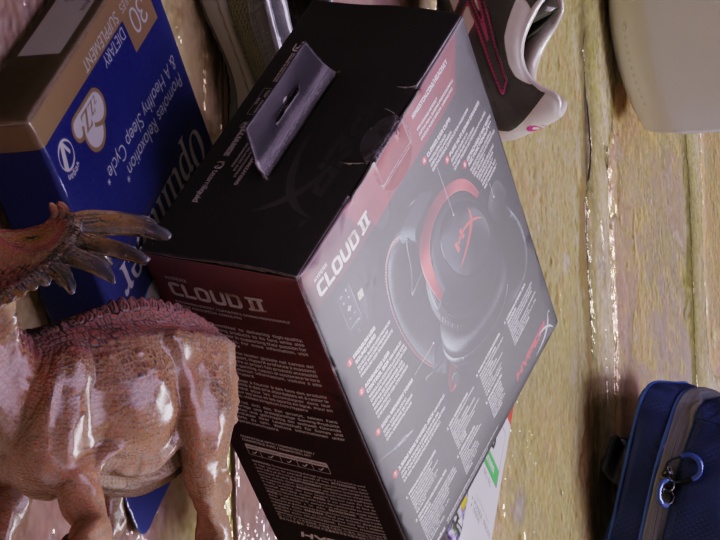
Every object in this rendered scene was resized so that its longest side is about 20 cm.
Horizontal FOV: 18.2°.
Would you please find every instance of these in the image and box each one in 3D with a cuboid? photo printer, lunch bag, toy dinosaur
[{"bbox_3d":[0.279,-0.183,1.627,0.069,0.199,0.167,-45,129,-62],"label":"photo printer"},{"bbox_3d":[0.241,0.152,1.583,0.200,0.132,0.136,13,91,-70],"label":"lunch bag"},{"bbox_3d":[-0.084,0.037,0.761,0.200,0.086,0.136,15,81,-60],"label":"toy dinosaur"}]

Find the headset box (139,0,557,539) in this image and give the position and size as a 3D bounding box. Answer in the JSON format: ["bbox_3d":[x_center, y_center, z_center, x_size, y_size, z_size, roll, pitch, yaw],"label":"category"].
[{"bbox_3d":[0.000,0.000,0.902,0.149,0.075,0.200,-59,144,-33],"label":"headset box"}]

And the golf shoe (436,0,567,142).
[{"bbox_3d":[0.070,-0.164,1.230,0.077,0.088,0.201,22,65,-66],"label":"golf shoe"}]

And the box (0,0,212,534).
[{"bbox_3d":[-0.085,-0.008,0.871,0.121,0.032,0.200,-68,149,-49],"label":"box"}]

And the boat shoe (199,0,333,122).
[{"bbox_3d":[-0.027,-0.105,0.989,0.074,0.065,0.203,-35,120,-66],"label":"boat shoe"}]

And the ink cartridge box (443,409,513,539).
[{"bbox_3d":[0.043,0.058,1.172,0.109,0.050,0.200,64,31,-46],"label":"ink cartridge box"}]
